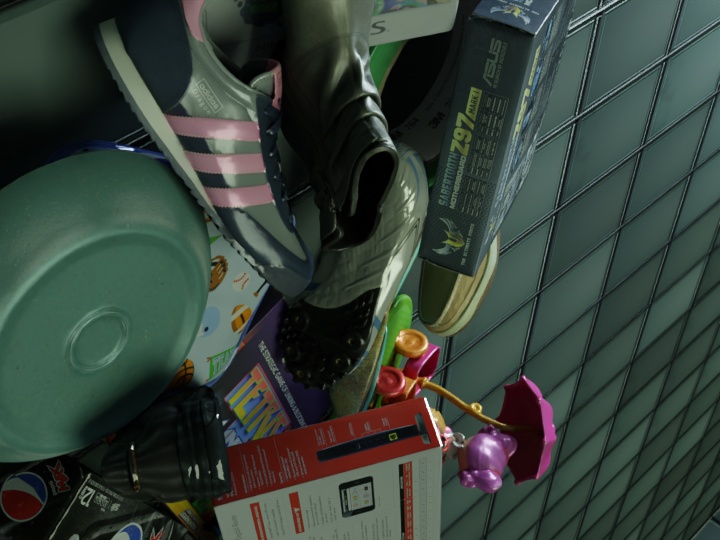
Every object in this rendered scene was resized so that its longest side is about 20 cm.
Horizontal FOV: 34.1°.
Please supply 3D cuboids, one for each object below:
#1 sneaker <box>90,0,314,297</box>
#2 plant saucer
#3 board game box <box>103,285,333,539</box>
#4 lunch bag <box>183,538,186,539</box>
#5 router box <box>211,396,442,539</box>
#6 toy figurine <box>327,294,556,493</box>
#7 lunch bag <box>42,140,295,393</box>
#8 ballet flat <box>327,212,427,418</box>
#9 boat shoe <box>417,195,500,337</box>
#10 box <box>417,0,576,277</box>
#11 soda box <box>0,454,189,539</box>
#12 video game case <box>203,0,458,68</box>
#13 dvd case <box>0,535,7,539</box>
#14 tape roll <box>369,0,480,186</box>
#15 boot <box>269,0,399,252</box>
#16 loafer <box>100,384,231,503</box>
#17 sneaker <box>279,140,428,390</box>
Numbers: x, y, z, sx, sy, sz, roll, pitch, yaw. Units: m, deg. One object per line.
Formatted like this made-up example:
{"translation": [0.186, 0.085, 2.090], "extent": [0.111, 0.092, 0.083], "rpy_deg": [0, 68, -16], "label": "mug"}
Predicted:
{"translation": [-0.066, -0.074, 0.676], "extent": [0.082, 0.070, 0.201], "rpy_deg": [-32, 119, 3], "label": "sneaker"}
{"translation": [-0.154, 0.032, 0.656], "extent": [0.199, 0.036, 0.201], "rpy_deg": [-31, 140, -30], "label": "plant saucer"}
{"translation": [-0.110, 0.113, 0.930], "extent": [0.165, 0.057, 0.201], "rpy_deg": [-45, 150, -15], "label": "board game box"}
{"translation": [-0.151, 0.314, 0.911], "extent": [0.169, 0.199, 0.128], "rpy_deg": [-39, 112, -29], "label": "lunch bag"}
{"translation": [-0.025, 0.196, 0.953], "extent": [0.178, 0.049, 0.201], "rpy_deg": [-13, 141, -8], "label": "router box"}
{"translation": [0.083, 0.139, 1.055], "extent": [0.200, 0.183, 0.151], "rpy_deg": [-52, 158, -46], "label": "toy figurine"}
{"translation": [-0.134, -0.002, 0.754], "extent": [0.199, 0.075, 0.161], "rpy_deg": [5, 115, -57], "label": "lunch bag"}
{"translation": [-0.003, 0.028, 0.972], "extent": [0.070, 0.070, 0.202], "rpy_deg": [12, 99, -59], "label": "ballet flat"}
{"translation": [0.081, -0.045, 1.028], "extent": [0.076, 0.071, 0.202], "rpy_deg": [21, 82, -44], "label": "boat shoe"}
{"translation": [0.103, -0.119, 0.858], "extent": [0.158, 0.051, 0.201], "rpy_deg": [-57, 161, -50], "label": "box"}
{"translation": [-0.193, 0.177, 0.828], "extent": [0.064, 0.070, 0.200], "rpy_deg": [-59, 159, -14], "label": "soda box"}
{"translation": [-0.018, -0.200, 0.665], "extent": [0.180, 0.024, 0.201], "rpy_deg": [-14, 147, -15], "label": "video game case"}
{"translation": [-0.280, 0.195, 0.801], "extent": [0.148, 0.016, 0.201], "rpy_deg": [-33, 144, -37], "label": "dvd case"}
{"translation": [0.042, -0.149, 0.886], "extent": [0.200, 0.048, 0.202], "rpy_deg": [-37, 147, -29], "label": "tape roll"}
{"translation": [-0.004, -0.110, 0.661], "extent": [0.067, 0.131, 0.201], "rpy_deg": [-12, 147, -17], "label": "boot"}
{"translation": [-0.123, 0.112, 0.745], "extent": [0.071, 0.074, 0.200], "rpy_deg": [-8, 171, -9], "label": "loafer"}
{"translation": [0.000, 0.000, 0.861], "extent": [0.072, 0.071, 0.201], "rpy_deg": [-28, 145, -64], "label": "sneaker"}
